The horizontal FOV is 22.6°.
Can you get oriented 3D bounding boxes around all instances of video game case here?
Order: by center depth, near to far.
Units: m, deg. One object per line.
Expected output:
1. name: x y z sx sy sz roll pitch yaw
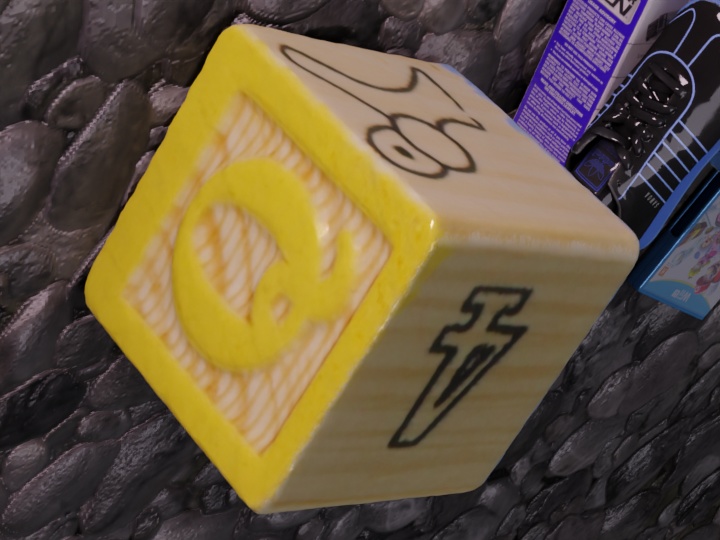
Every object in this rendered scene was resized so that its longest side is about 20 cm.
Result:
1. video game case: 0.314 -0.051 1.480 0.200 0.018 0.143 -52 149 13

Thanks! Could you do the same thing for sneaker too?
1. sneaker: 0.178 -0.083 1.120 0.078 0.070 0.201 -15 138 -43

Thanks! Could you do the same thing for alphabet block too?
1. alphabet block: 0.000 0.000 1.016 0.199 0.195 0.197 4 123 -50

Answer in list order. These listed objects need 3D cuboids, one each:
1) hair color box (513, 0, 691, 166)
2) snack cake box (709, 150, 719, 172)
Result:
1. hair color box: 0.168 -0.119 1.191 0.109 0.065 0.201 -10 137 -41
2. snack cake box: 0.287 -0.167 1.215 0.067 0.115 0.201 9 121 -45
